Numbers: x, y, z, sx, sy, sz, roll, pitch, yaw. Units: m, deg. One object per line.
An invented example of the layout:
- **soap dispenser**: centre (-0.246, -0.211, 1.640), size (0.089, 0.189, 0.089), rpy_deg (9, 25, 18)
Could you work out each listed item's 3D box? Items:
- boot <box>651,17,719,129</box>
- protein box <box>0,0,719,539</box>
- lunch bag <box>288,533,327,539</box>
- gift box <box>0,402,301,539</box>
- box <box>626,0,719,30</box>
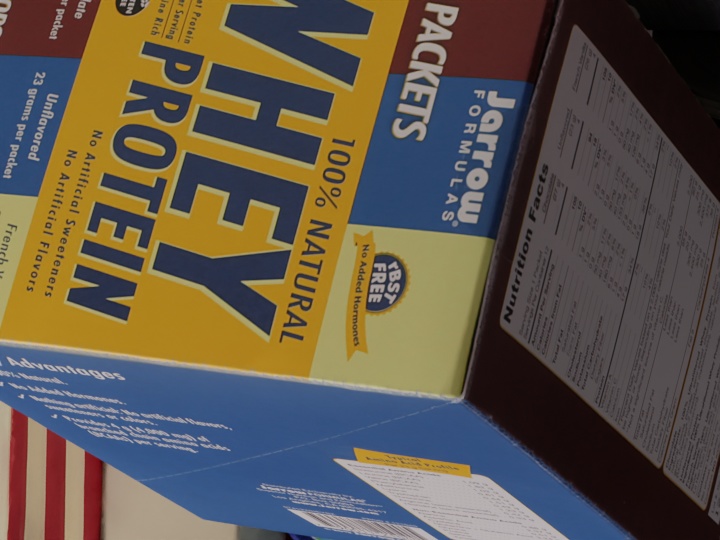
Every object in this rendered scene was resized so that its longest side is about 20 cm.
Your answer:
- **boot**: centre (0.195, -0.029, 0.797), size (0.203, 0.074, 0.154), rpy_deg (19, 160, 12)
- **protein box**: centre (0.000, 0.000, 0.729), size (0.198, 0.135, 0.200), rpy_deg (5, 161, 30)
- **lunch bag**: centre (0.041, 0.044, 0.956), size (0.127, 0.171, 0.200), rpy_deg (14, 154, 15)
- **gift box**: centre (-0.103, 0.037, 1.010), size (0.184, 0.188, 0.200), rpy_deg (-2, 174, 11)
- **box**: centre (0.079, -0.135, 0.690), size (0.199, 0.048, 0.158), rpy_deg (4, 152, 34)
